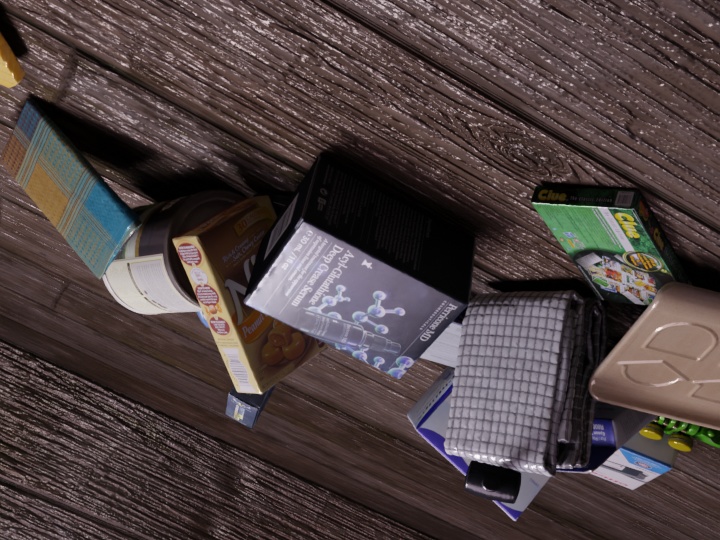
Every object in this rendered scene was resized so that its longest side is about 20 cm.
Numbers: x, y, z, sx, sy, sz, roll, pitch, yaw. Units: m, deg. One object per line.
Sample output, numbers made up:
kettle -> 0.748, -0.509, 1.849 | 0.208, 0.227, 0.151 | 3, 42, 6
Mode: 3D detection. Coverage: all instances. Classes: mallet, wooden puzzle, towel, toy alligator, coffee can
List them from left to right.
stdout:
towel -> -0.357, -0.098, 1.377 | 0.200, 0.022, 0.147 | 50, 139, 1
coffee can -> -0.223, -0.019, 1.419 | 0.146, 0.147, 0.199 | 33, 158, -30
mallet -> 0.155, 0.238, 1.243 | 0.065, 0.042, 0.200 | 14, 172, 2
towel -> 0.191, 0.126, 1.270 | 0.085, 0.202, 0.165 | 16, 169, -39
toy alligator -> 0.421, 0.196, 1.418 | 0.198, 0.060, 0.054 | 21, 161, 5
wooden puzzle -> 0.352, 0.084, 1.149 | 0.184, 0.047, 0.201 | 13, 142, -5

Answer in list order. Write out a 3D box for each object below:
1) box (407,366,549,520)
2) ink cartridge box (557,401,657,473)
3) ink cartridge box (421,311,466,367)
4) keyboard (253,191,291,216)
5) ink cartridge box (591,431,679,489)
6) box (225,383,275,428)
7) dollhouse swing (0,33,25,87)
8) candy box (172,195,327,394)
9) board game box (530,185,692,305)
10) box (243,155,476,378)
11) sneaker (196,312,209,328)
box -> 0.169, 0.236, 1.584 | 0.184, 0.105, 0.200 | 42, 179, -1
ink cartridge box -> 0.261, 0.166, 1.333 | 0.199, 0.199, 0.041 | -10, 109, 56
ink cartridge box -> 0.077, 0.067, 1.459 | 0.195, 0.044, 0.200 | 17, 160, -5
keyboard -> -0.042, -0.036, 1.373 | 0.126, 0.021, 0.200 | 18, 162, 29
ink cartridge box -> 0.345, 0.225, 1.543 | 0.144, 0.085, 0.200 | 21, 162, 6
box -> -0.122, 0.113, 1.579 | 0.051, 0.201, 0.158 | 26, 160, 1
dollhouse swing -> -0.485, -0.221, 1.157 | 0.175, 0.182, 0.200 | 38, 165, 15
candy box -> -0.125, 0.028, 1.306 | 0.055, 0.115, 0.201 | -2, 114, 47
board game box -> 0.249, -0.020, 1.087 | 0.104, 0.024, 0.200 | 9, 157, 36
box -> 0.000, 0.000, 1.205 | 0.199, 0.108, 0.149 | 26, 132, -14
sneaker -> -0.202, 0.044, 1.684 | 0.082, 0.074, 0.200 | 11, 159, 23
